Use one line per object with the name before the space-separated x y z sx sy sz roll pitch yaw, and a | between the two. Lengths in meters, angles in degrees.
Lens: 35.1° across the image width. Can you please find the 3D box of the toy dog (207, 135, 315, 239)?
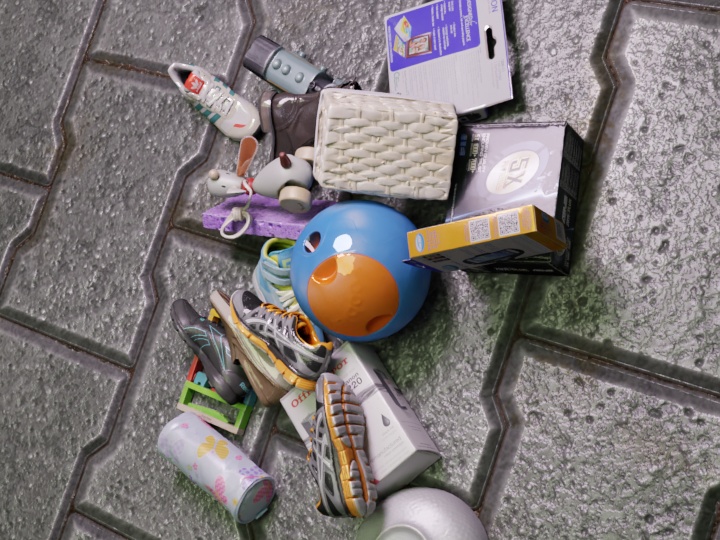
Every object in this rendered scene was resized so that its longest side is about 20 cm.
toy dog | -0.150 -0.141 1.690 0.199 0.096 0.132 -19 54 16

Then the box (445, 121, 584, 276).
box | 0.212 -0.099 1.585 0.163 0.086 0.201 3 79 29

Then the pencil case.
pencil case | -0.221 0.299 1.729 0.200 0.083 0.091 31 134 32

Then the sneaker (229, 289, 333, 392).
sneaker | -0.110 0.086 1.638 0.200 0.078 0.077 42 109 26

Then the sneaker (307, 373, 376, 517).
sneaker | -0.038 0.239 1.543 0.077 0.078 0.201 -21 68 31

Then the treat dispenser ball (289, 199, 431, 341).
treat dispenser ball | 0.000 0.000 1.614 0.200 0.201 0.202 -8 74 28

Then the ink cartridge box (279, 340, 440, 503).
ink cartridge box | -0.003 0.223 1.627 0.146 0.085 0.200 -42 59 14

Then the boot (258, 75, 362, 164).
boot | -0.054 -0.197 1.721 0.173 0.201 0.069 1 41 22

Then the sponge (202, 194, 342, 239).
sponge | -0.137 -0.086 1.769 0.199 0.111 0.030 9 117 31

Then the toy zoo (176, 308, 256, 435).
toy zoo | -0.206 0.144 1.799 0.131 0.020 0.201 16 86 32

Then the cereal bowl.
cereal bowl | 0.073 0.392 1.542 0.199 0.083 0.201 -8 73 27

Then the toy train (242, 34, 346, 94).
toy train | -0.095 -0.299 1.795 0.200 0.114 0.085 36 97 31

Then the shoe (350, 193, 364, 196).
shoe | 0.053 -0.160 1.710 0.199 0.053 0.070 -19 69 24

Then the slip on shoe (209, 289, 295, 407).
slip on shoe | -0.172 0.116 1.701 0.061 0.076 0.200 -43 75 7

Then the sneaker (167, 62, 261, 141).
sneaker | -0.247 -0.283 1.889 0.200 0.093 0.070 41 99 31

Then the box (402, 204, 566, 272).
box | 0.155 -0.037 1.483 0.199 0.119 0.042 -10 76 27

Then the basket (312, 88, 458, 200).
basket | 0.037 -0.176 1.601 0.199 0.123 0.136 5 104 -5

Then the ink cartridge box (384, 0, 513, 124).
ink cartridge box | 0.135 -0.314 1.709 0.199 0.043 0.199 -12 72 29

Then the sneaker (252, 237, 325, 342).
sneaker | -0.103 0.038 1.699 0.079 0.131 0.200 -19 61 -23

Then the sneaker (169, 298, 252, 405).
sneaker | -0.224 0.115 1.773 0.079 0.075 0.200 -38 68 0
